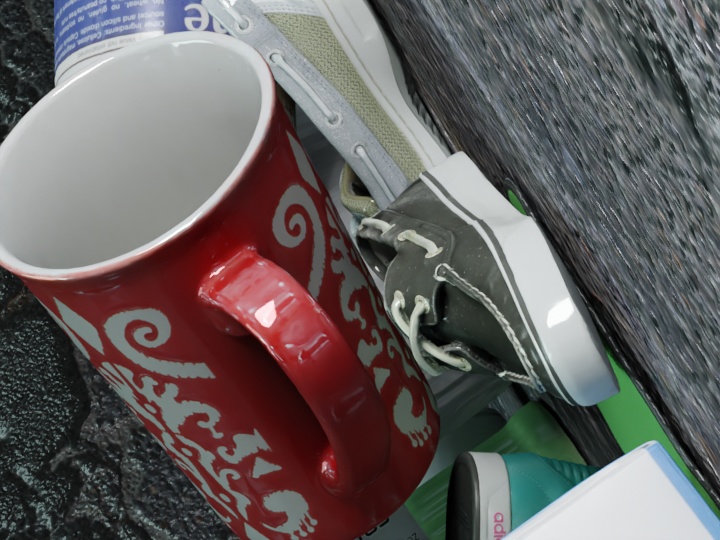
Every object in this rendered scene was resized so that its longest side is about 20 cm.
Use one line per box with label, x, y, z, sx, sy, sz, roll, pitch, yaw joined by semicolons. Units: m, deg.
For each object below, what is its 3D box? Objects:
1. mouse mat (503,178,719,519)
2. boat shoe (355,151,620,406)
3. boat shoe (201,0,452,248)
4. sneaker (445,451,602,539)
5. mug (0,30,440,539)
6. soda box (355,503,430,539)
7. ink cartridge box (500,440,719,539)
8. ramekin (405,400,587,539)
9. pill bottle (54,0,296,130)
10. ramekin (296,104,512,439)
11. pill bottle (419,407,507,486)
mouse mat;0.114;0.070;1.178;0.200;0.008;0.161;58;176;28
boat shoe;0.045;0.013;1.144;0.071;0.064;0.200;62;177;-20
boat shoe;-0.002;-0.059;1.331;0.202;0.065;0.074;62;177;-34
sneaker;0.100;0.176;1.333;0.084;0.120;0.201;-128;38;-72
mug;-0.053;0.032;1.232;0.178;0.133;0.200;-98;-18;-48
soda box;-0.012;0.128;1.402;0.068;0.063;0.200;54;174;0
ink cartridge box;0.123;0.168;1.107;0.147;0.086;0.200;53;175;21
ramekin;0.100;0.179;1.582;0.200;0.097;0.200;60;177;5
pill bottle;-0.085;-0.082;1.373;0.111;0.110;0.201;68;-162;-71
ramekin;0.000;0.000;1.496;0.201;0.105;0.200;60;177;5
pill bottle;0.010;0.045;1.706;0.200;0.111;0.111;59;177;23
